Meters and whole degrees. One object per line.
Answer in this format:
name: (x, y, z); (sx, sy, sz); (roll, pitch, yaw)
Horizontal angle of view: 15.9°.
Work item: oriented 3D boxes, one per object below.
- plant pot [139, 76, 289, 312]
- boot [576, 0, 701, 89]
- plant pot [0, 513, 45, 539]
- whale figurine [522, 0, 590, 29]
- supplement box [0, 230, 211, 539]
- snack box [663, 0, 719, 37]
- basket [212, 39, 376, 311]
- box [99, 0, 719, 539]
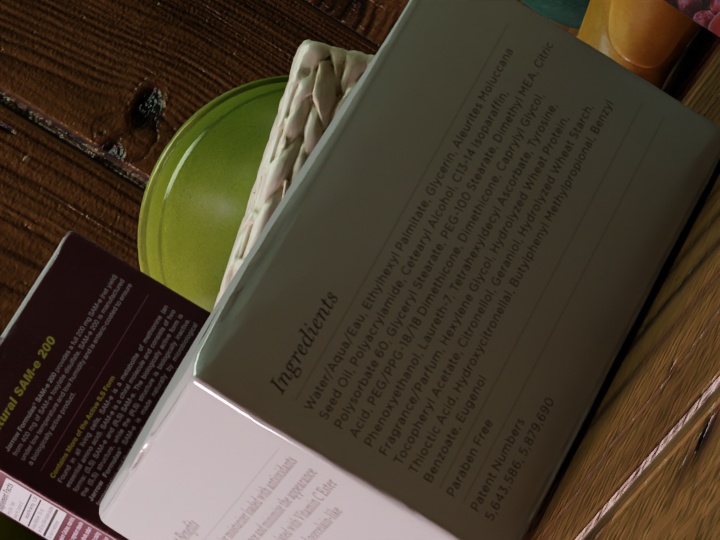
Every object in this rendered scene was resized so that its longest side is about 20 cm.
plant pot: (-0.016, -0.013, 1.503); (0.201, 0.200, 0.193); (-59, 14, -4)
boot: (0.135, -0.116, 1.161); (0.201, 0.071, 0.145); (-35, -29, -87)
plant pot: (-0.096, 0.142, 1.390); (0.201, 0.200, 0.193); (-57, -9, 29)
whale figurine: (0.154, -0.207, 1.397); (0.159, 0.104, 0.200); (-2, 37, 43)
supplement box: (-0.067, 0.084, 1.084); (0.109, 0.200, 0.061); (-59, 2, -24)
snack box: (0.186, -0.189, 0.870); (0.200, 0.068, 0.169); (-55, 4, 38)
basket: (0.000, 0.000, 1.216); (0.136, 0.123, 0.201); (149, 138, -86)
box: (0.014, 0.024, 0.984); (0.200, 0.130, 0.199); (-60, 3, -25)
